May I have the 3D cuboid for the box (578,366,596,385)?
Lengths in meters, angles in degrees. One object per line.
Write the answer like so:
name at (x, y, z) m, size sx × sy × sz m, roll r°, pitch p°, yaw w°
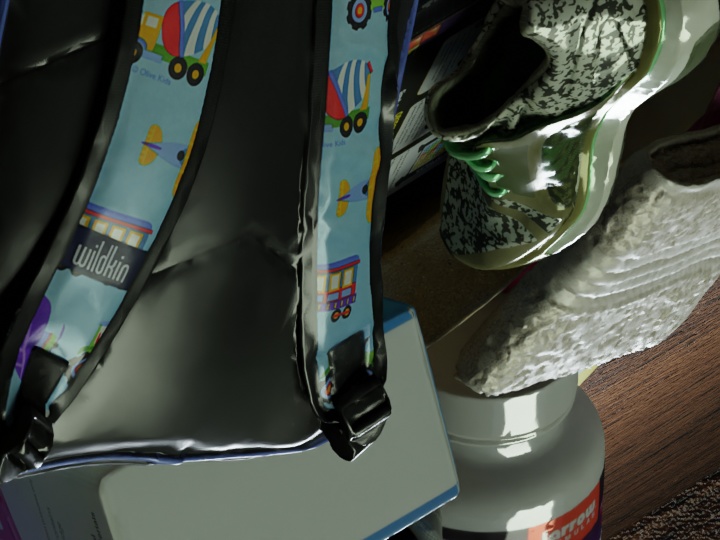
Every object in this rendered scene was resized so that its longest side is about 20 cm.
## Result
box at (0.091, 0.031, 1.473) m, size 0.117 × 0.048 × 0.200 m, roll -27°, pitch 163°, yaw -50°

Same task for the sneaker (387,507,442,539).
sneaker at (-0.057, 0.125, 1.183) m, size 0.200 × 0.075 × 0.116 m, roll -24°, pitch -154°, yaw 6°

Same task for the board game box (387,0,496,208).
board game box at (0.031, -0.095, 1.182) m, size 0.165 × 0.057 × 0.200 m, roll -33°, pitch 168°, yaw -24°

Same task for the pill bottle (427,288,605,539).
pill bottle at (0.058, 0.109, 1.394) m, size 0.111 × 0.111 × 0.200 m, roll -29°, pitch 136°, yaw -31°

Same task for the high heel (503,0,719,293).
high heel at (0.119, -0.060, 1.305) m, size 0.200 × 0.067 × 0.096 m, roll -33°, pitch 158°, yaw 17°

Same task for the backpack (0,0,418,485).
backpack at (-0.072, -0.051, 0.845) m, size 0.182 × 0.134 × 0.201 m, roll -2°, pitch 107°, yaw -47°

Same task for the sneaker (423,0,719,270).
sneaker at (0.053, -0.063, 1.101) m, size 0.088 × 0.077 × 0.200 m, roll -15°, pitch 154°, yaw -28°

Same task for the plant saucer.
plant saucer at (0.000, 0.000, 1.289) m, size 0.200 × 0.035 × 0.200 m, roll -31°, pitch -166°, yaw 9°

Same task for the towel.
towel at (0.125, -0.007, 1.277) m, size 0.133 × 0.034 × 0.200 m, roll -51°, pitch 163°, yaw 25°

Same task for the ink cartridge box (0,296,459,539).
ink cartridge box at (-0.082, 0.061, 1.142) m, size 0.144 × 0.085 × 0.200 m, roll -28°, pitch -155°, yaw -28°
